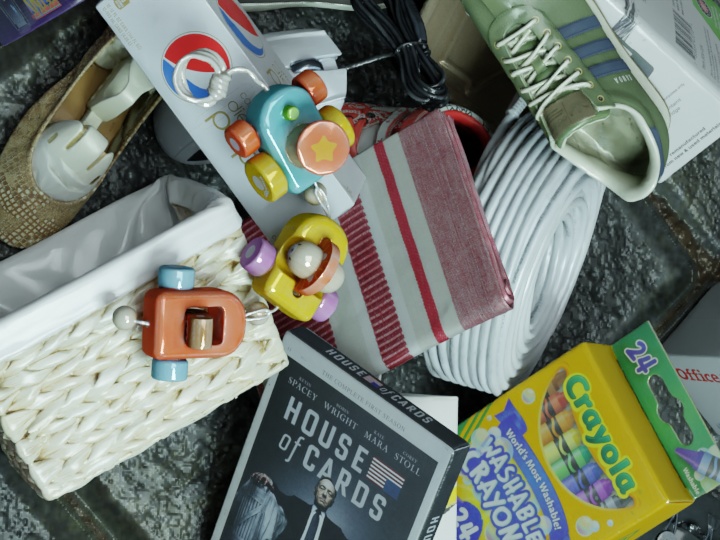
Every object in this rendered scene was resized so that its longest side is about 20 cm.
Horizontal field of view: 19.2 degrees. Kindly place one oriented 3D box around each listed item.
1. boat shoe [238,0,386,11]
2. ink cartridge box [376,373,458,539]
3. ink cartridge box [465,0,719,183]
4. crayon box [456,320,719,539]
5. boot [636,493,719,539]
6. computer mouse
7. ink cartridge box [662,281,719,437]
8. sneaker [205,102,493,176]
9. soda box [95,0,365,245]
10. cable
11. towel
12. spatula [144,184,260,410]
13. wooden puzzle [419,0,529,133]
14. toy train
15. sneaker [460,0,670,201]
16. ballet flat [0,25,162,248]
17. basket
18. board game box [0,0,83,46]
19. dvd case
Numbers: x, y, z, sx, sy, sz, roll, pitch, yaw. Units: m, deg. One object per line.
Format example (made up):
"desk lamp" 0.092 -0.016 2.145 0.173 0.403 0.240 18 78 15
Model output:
"boat shoe" -0.019 -0.219 1.469 0.199 0.061 0.072 -10 78 -14
"ink cartridge box" 0.011 0.144 1.466 0.067 0.116 0.202 2 88 -31
"ink cartridge box" 0.167 -0.181 1.485 0.200 0.084 0.146 38 30 -23
"crayon box" 0.138 0.137 1.465 0.051 0.199 0.126 9 49 -60
"boot" 0.184 0.215 1.588 0.199 0.066 0.166 34 82 -29
"computer mouse" -0.048 -0.128 1.431 0.199 0.044 0.110 -21 71 2
"ink cartridge box" 0.340 0.109 1.615 0.086 0.146 0.200 -46 107 -18
"sneaker" -0.006 -0.091 1.469 0.200 0.108 0.068 6 86 -26
"soda box" -0.081 -0.113 1.370 0.063 0.068 0.201 -34 101 16
"cable" 0.110 -0.010 1.487 0.069 0.201 0.201 21 58 17
"towel" 0.000 0.000 1.416 0.023 0.199 0.145 15 53 -56
"spatula" -0.102 0.035 1.466 0.056 0.021 0.201 -38 106 -16
"wooden puzzle" 0.132 -0.180 1.579 0.199 0.046 0.186 34 75 -26
"toy train" -0.066 -0.028 1.290 0.149 0.055 0.202 5 95 -32
"sneaker" 0.135 -0.124 1.380 0.200 0.067 0.090 43 31 -25
"ballet flat" -0.176 -0.102 1.408 0.070 0.065 0.201 37 74 -22
"basket" -0.162 0.041 1.365 0.199 0.135 0.124 -28 109 -16
"board game box" -0.150 -0.220 1.349 0.165 0.200 0.057 -39 103 -21
"dvd case" -0.021 0.160 1.395 0.025 0.150 0.201 -13 129 -52
